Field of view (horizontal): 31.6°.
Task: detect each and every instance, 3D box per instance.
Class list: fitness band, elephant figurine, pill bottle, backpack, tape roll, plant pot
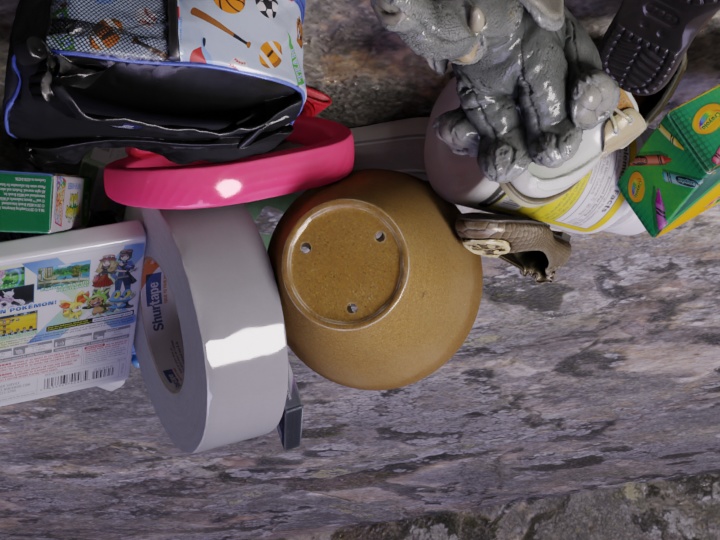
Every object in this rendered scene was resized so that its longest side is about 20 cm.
[{"bbox_3d":[-0.098,-0.083,0.959,0.199,0.038,0.143,-16,-155,-37],"label":"fitness band"},{"bbox_3d":[0.083,-0.170,0.842,0.141,0.155,0.200,-39,125,0],"label":"elephant figurine"},{"bbox_3d":[0.161,-0.093,1.057,0.198,0.116,0.114,11,155,-34],"label":"pill bottle"},{"bbox_3d":[-0.129,-0.143,0.825,0.188,0.156,0.200,10,170,-17],"label":"backpack"},{"bbox_3d":[-0.124,0.035,0.981,0.066,0.202,0.200,-13,165,-24],"label":"tape roll"},{"bbox_3d":[0.000,0.000,0.984,0.184,0.189,0.200,-6,175,7],"label":"plant pot"}]

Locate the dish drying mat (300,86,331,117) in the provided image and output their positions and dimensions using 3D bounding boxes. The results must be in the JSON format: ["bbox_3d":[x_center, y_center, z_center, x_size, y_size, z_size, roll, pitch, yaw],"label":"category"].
[{"bbox_3d":[-0.112,-0.114,1.091,0.076,0.018,0.199,17,152,-34],"label":"dish drying mat"}]

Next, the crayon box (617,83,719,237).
[{"bbox_3d":[0.308,-0.112,0.990,0.199,0.059,0.119,-28,164,-17],"label":"crayon box"}]

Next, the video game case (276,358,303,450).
[{"bbox_3d":[-0.086,0.037,1.041,0.019,0.202,0.143,-16,163,-9],"label":"video game case"}]

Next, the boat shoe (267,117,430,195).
[{"bbox_3d":[-0.009,-0.080,1.128,0.198,0.069,0.072,-8,159,12],"label":"boat shoe"}]

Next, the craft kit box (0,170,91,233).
[{"bbox_3d":[-0.307,-0.056,0.924,0.197,0.049,0.198,3,-174,-5],"label":"craft kit box"}]

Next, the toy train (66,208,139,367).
[{"bbox_3d":[-0.192,0.026,1.123,0.086,0.115,0.200,-3,150,35],"label":"toy train"}]

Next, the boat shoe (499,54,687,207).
[{"bbox_3d":[0.174,-0.120,0.952,0.200,0.075,0.068,-41,-178,-36],"label":"boat shoe"}]

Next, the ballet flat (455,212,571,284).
[{"bbox_3d":[0.128,-0.017,1.037,0.067,0.047,0.200,10,180,23],"label":"ballet flat"}]

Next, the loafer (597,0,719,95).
[{"bbox_3d":[0.222,-0.207,0.857,0.073,0.071,0.200,33,144,-1],"label":"loafer"}]

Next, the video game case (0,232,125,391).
[{"bbox_3d":[-0.292,-0.002,1.112,0.022,0.201,0.182,-32,151,15],"label":"video game case"}]

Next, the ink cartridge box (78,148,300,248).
[{"bbox_3d":[-0.154,-0.051,1.134,0.198,0.048,0.146,22,155,-11],"label":"ink cartridge box"}]

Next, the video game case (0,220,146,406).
[{"bbox_3d":[-0.268,0.043,0.976,0.198,0.022,0.183,-10,143,-24],"label":"video game case"}]
